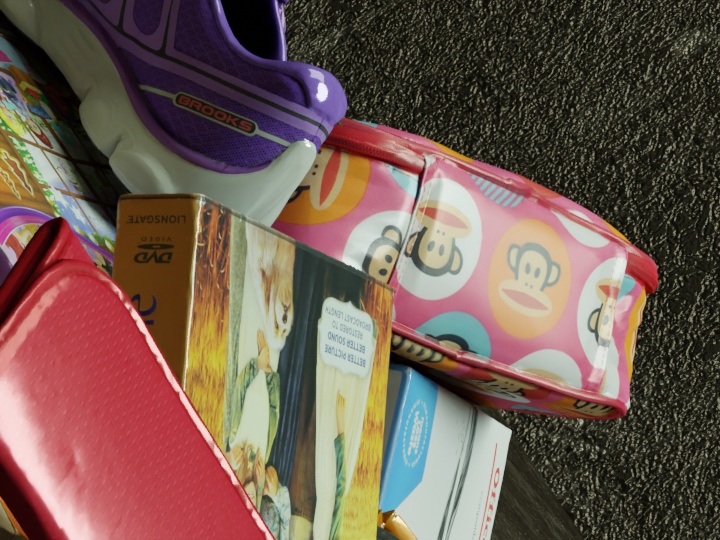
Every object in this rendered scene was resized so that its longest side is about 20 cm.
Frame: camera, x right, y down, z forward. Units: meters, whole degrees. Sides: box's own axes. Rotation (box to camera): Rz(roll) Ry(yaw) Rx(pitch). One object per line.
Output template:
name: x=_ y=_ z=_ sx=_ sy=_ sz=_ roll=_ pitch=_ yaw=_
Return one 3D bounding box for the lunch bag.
lunch bag: x=0.000 y=0.000 z=0.979 sx=0.200 sy=0.082 sz=0.176 roll=24 pitch=-14 yaw=-38

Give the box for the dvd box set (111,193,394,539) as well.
dvd box set: x=-0.035 y=0.090 z=0.726 sx=0.146 sy=0.029 sz=0.201 roll=27 pitch=65 yaw=-64

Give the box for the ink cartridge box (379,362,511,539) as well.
ink cartridge box: x=0.007 y=0.105 z=1.006 sx=0.068 sy=0.116 sz=0.200 roll=10 pitch=-8 yaw=19

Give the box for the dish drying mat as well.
dish drying mat: x=-0.037 y=0.086 z=0.618 sx=0.200 sy=0.018 sz=0.077 roll=61 pitch=29 yaw=-24

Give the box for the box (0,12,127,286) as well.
box: x=-0.106 y=-0.027 z=0.768 sx=0.137 sy=0.039 sz=0.200 roll=55 pitch=12 yaw=16

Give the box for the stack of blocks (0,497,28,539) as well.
stack of blocks: x=-0.114 y=0.069 z=0.729 sx=0.115 sy=0.059 sz=0.200 roll=56 pitch=5 yaw=30

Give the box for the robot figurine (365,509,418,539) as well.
robot figurine: x=0.011 y=0.165 z=0.858 sx=0.200 sy=0.145 sz=0.058 roll=61 pitch=36 yaw=-17

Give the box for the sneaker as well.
sneaker: x=-0.063 y=-0.089 z=0.809 sx=0.081 sy=0.083 sz=0.200 roll=34 pitch=14 yaw=-52
